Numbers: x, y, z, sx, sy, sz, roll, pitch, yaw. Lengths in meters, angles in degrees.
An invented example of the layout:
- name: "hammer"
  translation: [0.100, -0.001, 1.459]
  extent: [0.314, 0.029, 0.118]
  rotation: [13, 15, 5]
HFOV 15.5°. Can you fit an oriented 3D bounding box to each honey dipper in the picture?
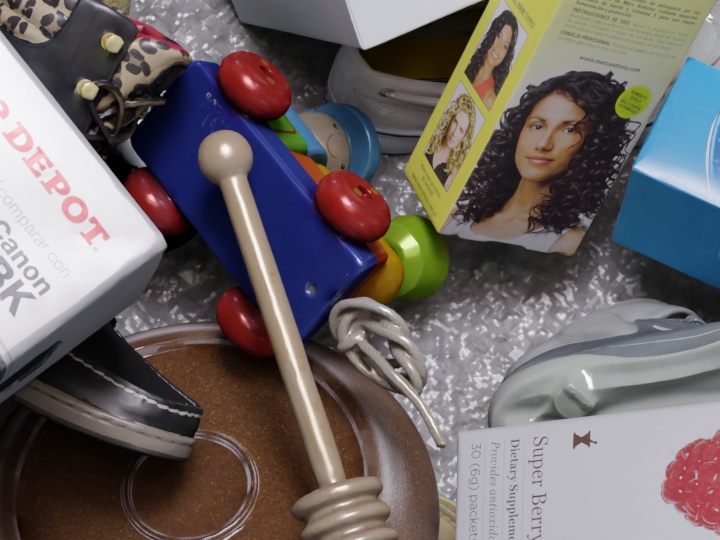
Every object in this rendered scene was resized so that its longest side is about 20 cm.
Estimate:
- name: "honey dipper"
  translation: [-0.028, 0.037, 1.036]
  extent: [0.038, 0.038, 0.200]
  rotation: [-16, 75, -15]

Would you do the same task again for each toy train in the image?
- name: "toy train"
  translation: [0.000, 0.000, 1.108]
  extent: [0.200, 0.085, 0.116]
  rotation: [51, 24, 22]

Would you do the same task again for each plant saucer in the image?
- name: "plant saucer"
  translation: [-0.068, 0.095, 1.075]
  extent: [0.200, 0.032, 0.200]
  rotation: [-2, 53, 3]

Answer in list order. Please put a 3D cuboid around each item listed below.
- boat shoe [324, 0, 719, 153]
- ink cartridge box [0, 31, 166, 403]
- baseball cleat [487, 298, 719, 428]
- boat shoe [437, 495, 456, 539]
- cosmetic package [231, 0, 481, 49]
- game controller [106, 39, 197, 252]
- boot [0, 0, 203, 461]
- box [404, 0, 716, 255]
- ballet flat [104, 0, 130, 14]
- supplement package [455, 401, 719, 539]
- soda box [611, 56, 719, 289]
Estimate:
- name: "boat shoe"
  translation: [0.086, -0.105, 1.188]
  extent: [0.201, 0.086, 0.075]
  rotation: [-4, 66, -9]
- name: "ink cartridge box"
  translation: [-0.192, 0.001, 0.957]
  extent: [0.200, 0.084, 0.144]
  rotation: [-38, 87, -21]
- name: "baseball cleat"
  translation: [0.153, 0.037, 1.104]
  extent: [0.200, 0.070, 0.106]
  rotation: [-5, 24, 14]
- name: "boat shoe"
  translation: [0.012, 0.178, 1.058]
  extent: [0.073, 0.063, 0.201]
  rotation: [18, 64, 1]
- name: "cosmetic package"
  translation: [0.051, -0.161, 1.178]
  extent: [0.200, 0.151, 0.052]
  rotation: [-24, 106, -17]
- name: "game controller"
  translation: [-0.167, -0.051, 1.154]
  extent: [0.200, 0.042, 0.105]
  rotation: [-4, 65, -9]
- name: "boot"
  translation: [-0.117, -0.029, 1.067]
  extent: [0.200, 0.073, 0.151]
  rotation: [34, 95, 25]
- name: "box"
  translation: [0.095, -0.101, 1.102]
  extent: [0.075, 0.200, 0.050]
  rotation: [8, 34, -29]
- name: "ballet flat"
  translation: [-0.152, -0.184, 1.117]
  extent: [0.071, 0.071, 0.200]
  rotation: [-26, 103, -18]
- name: "supplement package"
  translation: [0.148, 0.125, 1.025]
  extent: [0.200, 0.120, 0.121]
  rotation: [-9, 62, 21]
- name: "soda box"
  translation: [0.211, -0.011, 1.104]
  extent: [0.200, 0.068, 0.064]
  rotation: [24, 65, 9]
